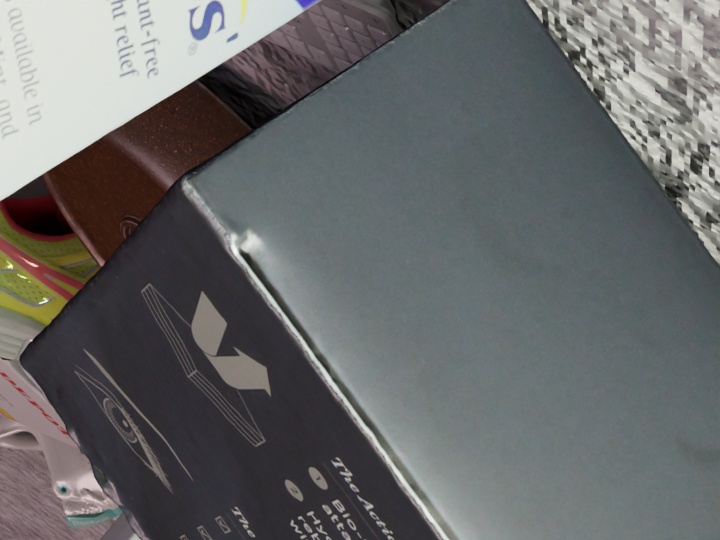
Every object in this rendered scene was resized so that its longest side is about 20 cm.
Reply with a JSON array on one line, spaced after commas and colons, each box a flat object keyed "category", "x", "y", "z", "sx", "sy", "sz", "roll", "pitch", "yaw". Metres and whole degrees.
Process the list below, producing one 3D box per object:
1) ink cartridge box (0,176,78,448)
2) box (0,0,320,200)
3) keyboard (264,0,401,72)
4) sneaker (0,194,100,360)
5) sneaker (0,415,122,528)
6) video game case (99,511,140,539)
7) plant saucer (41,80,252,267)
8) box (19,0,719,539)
[{"category": "ink cartridge box", "x": -0.194, "y": 0.005, "z": 1.033, "sx": 0.200, "sy": 0.084, "sz": 0.145, "roll": 13, "pitch": 150, "yaw": 52}, {"category": "box", "x": -0.136, "y": -0.093, "z": 0.475, "sx": 0.184, "sy": 0.200, "sz": 0.105, "roll": 24, "pitch": 135, "yaw": 35}, {"category": "keyboard", "x": -0.062, "y": -0.101, "z": 0.648, "sx": 0.200, "sy": 0.011, "sz": 0.056, "roll": 28, "pitch": 160, "yaw": 28}, {"category": "sneaker", "x": -0.113, "y": 0.006, "z": 0.907, "sx": 0.200, "sy": 0.090, "sz": 0.078, "roll": 22, "pitch": -175, "yaw": -34}, {"category": "sneaker", "x": -0.132, "y": 0.120, "z": 1.180, "sx": 0.200, "sy": 0.089, "sz": 0.075, "roll": 30, "pitch": 165, "yaw": 29}, {"category": "video game case", "x": -0.016, "y": 0.160, "z": 0.758, "sx": 0.200, "sy": 0.181, "sz": 0.045, "roll": 38, "pitch": -169, "yaw": -11}, {"category": "plant saucer", "x": -0.065, "y": -0.009, "z": 0.792, "sx": 0.200, "sy": 0.034, "sz": 0.200, "roll": 41, "pitch": 161, "yaw": 17}, {"category": "box", "x": 0.020, "y": 0.052, "z": 0.593, "sx": 0.197, "sy": 0.117, "sz": 0.200, "roll": 54, "pitch": 154, "yaw": 0}]
